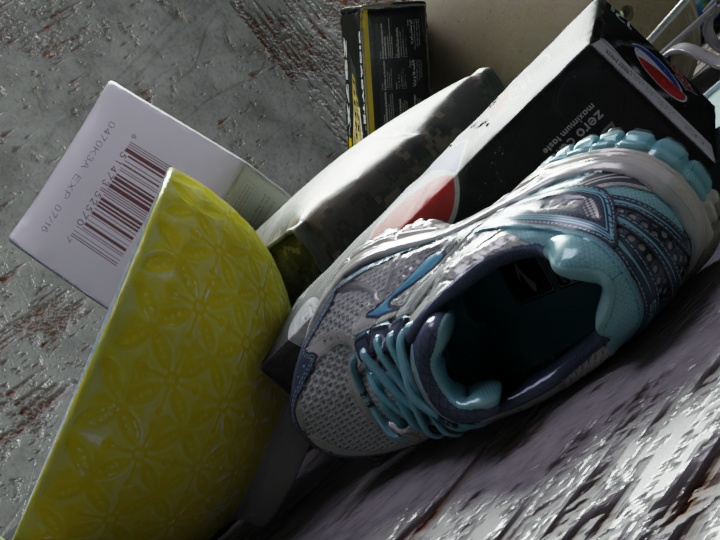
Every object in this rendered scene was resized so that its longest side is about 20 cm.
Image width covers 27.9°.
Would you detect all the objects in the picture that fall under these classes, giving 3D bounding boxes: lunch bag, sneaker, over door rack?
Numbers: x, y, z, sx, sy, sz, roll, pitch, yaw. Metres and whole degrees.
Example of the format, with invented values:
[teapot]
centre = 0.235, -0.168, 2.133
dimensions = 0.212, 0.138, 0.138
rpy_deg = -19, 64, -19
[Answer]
[lunch bag]
centre = 0.000, 0.000, 0.808
dimensions = 0.164, 0.118, 0.200
rpy_deg = -42, 8, -32
[sneaker]
centre = 0.030, 0.022, 0.513
dimensions = 0.200, 0.078, 0.086
rpy_deg = -37, 7, 40
[over door rack]
centre = 0.205, -0.146, 0.809
dimensions = 0.148, 0.067, 0.200
rpy_deg = -41, -17, -27

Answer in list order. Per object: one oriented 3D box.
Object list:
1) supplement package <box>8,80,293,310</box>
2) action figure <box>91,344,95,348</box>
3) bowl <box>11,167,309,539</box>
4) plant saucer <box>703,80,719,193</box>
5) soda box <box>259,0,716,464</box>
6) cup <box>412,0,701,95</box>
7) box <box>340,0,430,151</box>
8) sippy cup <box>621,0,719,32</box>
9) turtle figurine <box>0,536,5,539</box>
[supplement package]
centre = -0.103, -0.014, 0.920
dimensions = 0.117, 0.117, 0.200
rpy_deg = -58, -25, -3
[action figure]
centre = -0.156, 0.113, 1.037
dimensions = 0.069, 0.131, 0.200
rpy_deg = -25, 11, 0
[bowl]
centre = -0.080, 0.064, 0.679
dimensions = 0.200, 0.107, 0.201
rpy_deg = -156, 90, -82
[plant saucer]
centre = 0.190, -0.084, 0.615
dimensions = 0.200, 0.027, 0.200
rpy_deg = -40, 3, 3
[soda box]
centre = 0.049, -0.012, 0.591
dimensions = 0.200, 0.071, 0.063
rpy_deg = -45, 10, 27
[cup]
centre = 0.154, -0.167, 1.009
dimensions = 0.200, 0.201, 0.143
rpy_deg = -39, 31, -6
[box]
centre = 0.019, -0.087, 1.026
dimensions = 0.049, 0.201, 0.160
rpy_deg = -4, 10, -3
[sippy cup]
centre = 0.279, -0.260, 1.296
dimensions = 0.177, 0.140, 0.130
rpy_deg = 10, -47, -39
[turtle figurine]
centre = -0.268, 0.235, 0.988
dimensions = 0.194, 0.199, 0.144
rpy_deg = -58, 22, 12
